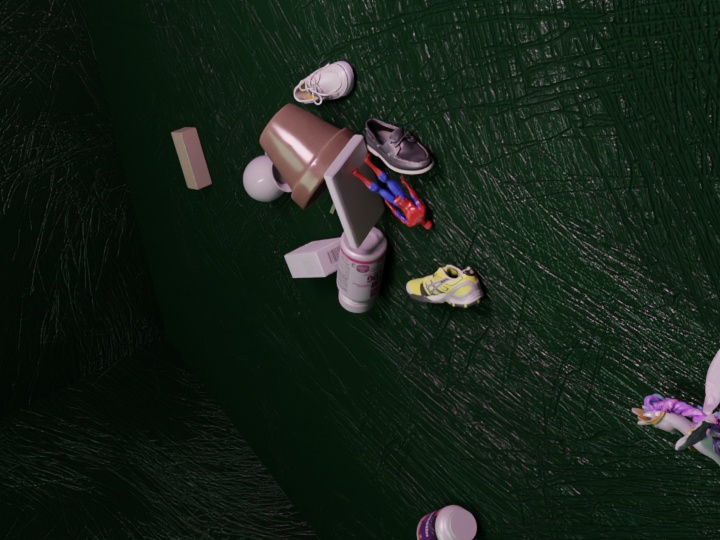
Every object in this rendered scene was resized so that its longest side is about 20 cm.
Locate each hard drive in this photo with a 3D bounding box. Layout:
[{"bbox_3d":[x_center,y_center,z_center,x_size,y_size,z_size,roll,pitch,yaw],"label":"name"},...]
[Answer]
[{"bbox_3d":[-0.008,-0.165,1.400,0.026,0.133,0.202,14,144,30],"label":"hard drive"}]

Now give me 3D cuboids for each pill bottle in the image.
[{"bbox_3d":[0.000,0.000,1.585,0.113,0.112,0.203,45,146,31],"label":"pill bottle"},{"bbox_3d":[0.231,0.689,1.740,0.114,0.111,0.201,55,150,15],"label":"pill bottle"}]

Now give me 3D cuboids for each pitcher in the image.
[{"bbox_3d":[-0.240,-0.281,1.784,0.198,0.119,0.176,-8,76,57],"label":"pitcher"}]

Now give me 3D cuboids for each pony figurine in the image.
[{"bbox_3d":[0.499,0.222,0.918,0.198,0.167,0.195,34,149,19],"label":"pony figurine"}]

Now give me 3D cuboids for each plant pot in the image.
[{"bbox_3d":[-0.122,-0.266,1.439,0.174,0.201,0.200,41,150,-2],"label":"plant pot"}]

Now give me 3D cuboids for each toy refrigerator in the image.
[{"bbox_3d":[-0.590,-0.395,2.308,0.075,0.069,0.204,13,124,46],"label":"toy refrigerator"}]

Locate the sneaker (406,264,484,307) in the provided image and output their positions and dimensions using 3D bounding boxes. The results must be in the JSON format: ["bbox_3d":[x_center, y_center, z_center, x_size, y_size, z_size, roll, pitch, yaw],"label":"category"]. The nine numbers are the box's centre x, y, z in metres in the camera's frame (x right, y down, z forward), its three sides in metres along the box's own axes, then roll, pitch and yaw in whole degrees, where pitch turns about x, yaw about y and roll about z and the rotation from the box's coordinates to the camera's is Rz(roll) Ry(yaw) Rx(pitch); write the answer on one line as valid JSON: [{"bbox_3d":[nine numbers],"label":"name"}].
[{"bbox_3d":[0.174,0.026,1.371,0.197,0.075,0.078,2,108,47],"label":"sneaker"}]

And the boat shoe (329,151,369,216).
[{"bbox_3d":[-0.014,-0.200,1.510,0.062,0.074,0.203,23,133,-1],"label":"boat shoe"}]

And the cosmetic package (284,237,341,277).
[{"bbox_3d":[-0.114,-0.032,1.762,0.199,0.100,0.073,-2,113,60],"label":"cosmetic package"}]

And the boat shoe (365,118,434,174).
[{"bbox_3d":[0.072,-0.255,1.308,0.199,0.074,0.067,46,160,47],"label":"boat shoe"}]

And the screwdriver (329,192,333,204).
[{"bbox_3d":[-0.036,-0.111,1.650,0.029,0.027,0.204,-106,-3,-77],"label":"screwdriver"}]

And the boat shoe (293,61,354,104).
[{"bbox_3d":[-0.094,-0.408,1.450,0.200,0.085,0.076,9,121,57],"label":"boat shoe"}]

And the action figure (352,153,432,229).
[{"bbox_3d":[0.075,-0.154,1.350,0.199,0.052,0.065,42,112,-11],"label":"action figure"}]
